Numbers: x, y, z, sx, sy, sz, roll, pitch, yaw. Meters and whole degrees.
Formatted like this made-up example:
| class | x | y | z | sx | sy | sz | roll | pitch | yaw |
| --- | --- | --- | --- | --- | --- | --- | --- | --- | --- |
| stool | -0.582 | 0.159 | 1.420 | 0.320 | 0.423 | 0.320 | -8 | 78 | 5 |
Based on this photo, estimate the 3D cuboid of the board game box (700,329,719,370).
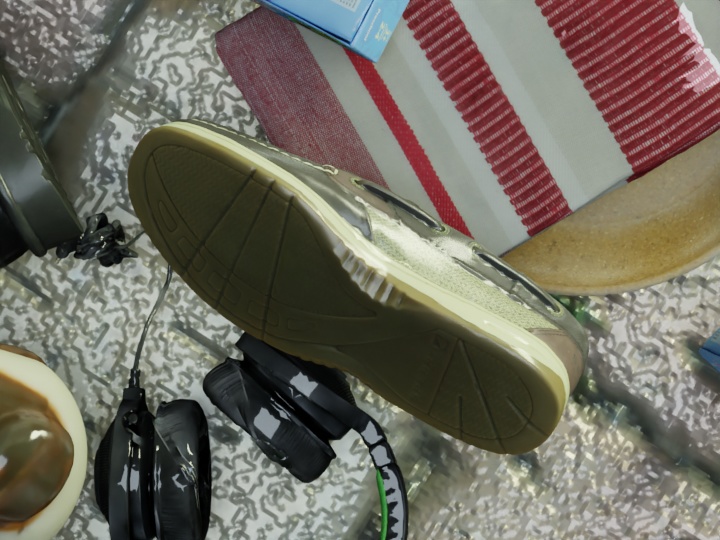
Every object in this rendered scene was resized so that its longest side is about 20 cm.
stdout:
| class | x | y | z | sx | sy | sz | roll | pitch | yaw |
| --- | --- | --- | --- | --- | --- | --- | --- | --- | --- |
| board game box | 0.223 | -0.026 | 1.109 | 0.037 | 0.151 | 0.200 | 42 | 91 | -1 |

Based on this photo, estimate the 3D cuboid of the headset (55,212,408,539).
| class | x | y | z | sx | sy | sz | roll | pitch | yaw |
| --- | --- | --- | --- | --- | --- | --- | --- | --- | --- |
| headset | -0.061 | 0.068 | 1.149 | 0.123 | 0.094 | 0.200 | -28 | 83 | 1 |

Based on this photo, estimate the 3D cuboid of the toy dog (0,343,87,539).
| class | x | y | z | sx | sy | sz | roll | pitch | yaw |
| --- | --- | --- | --- | --- | --- | --- | --- | --- | --- |
| toy dog | -0.169 | 0.127 | 1.110 | 0.193 | 0.140 | 0.200 | 11 | 106 | -5 |

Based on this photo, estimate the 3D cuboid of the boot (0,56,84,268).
| class | x | y | z | sx | sy | sz | roll | pitch | yaw |
| --- | --- | --- | --- | --- | --- | --- | --- | --- | --- |
| boot | -0.222 | -0.057 | 1.127 | 0.158 | 0.079 | 0.211 | -29 | 62 | 0 |

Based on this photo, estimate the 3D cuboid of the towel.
| class | x | y | z | sx | sy | sz | roll | pitch | yaw |
| --- | --- | --- | --- | --- | --- | --- | --- | --- | --- |
| towel | 0.055 | -0.086 | 1.139 | 0.200 | 0.023 | 0.144 | -31 | 86 | 17 |

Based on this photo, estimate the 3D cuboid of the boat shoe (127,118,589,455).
| class | x | y | z | sx | sy | sz | roll | pitch | yaw |
| --- | --- | --- | --- | --- | --- | --- | --- | --- | --- |
| boat shoe | 0.001 | 0.000 | 1.119 | 0.201 | 0.066 | 0.072 | 32 | 126 | 9 |

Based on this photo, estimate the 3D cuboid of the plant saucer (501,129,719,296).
| class | x | y | z | sx | sy | sz | roll | pitch | yaw |
| --- | --- | --- | --- | --- | --- | --- | --- | --- | --- |
| plant saucer | 0.093 | -0.091 | 1.155 | 0.200 | 0.035 | 0.201 | 3 | 99 | 16 |

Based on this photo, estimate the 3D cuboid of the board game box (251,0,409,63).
| class | x | y | z | sx | sy | sz | roll | pitch | yaw |
| --- | --- | --- | --- | --- | --- | --- | --- | --- | --- |
| board game box | -0.045 | -0.195 | 1.144 | 0.200 | 0.037 | 0.151 | 28 | 91 | 20 |
